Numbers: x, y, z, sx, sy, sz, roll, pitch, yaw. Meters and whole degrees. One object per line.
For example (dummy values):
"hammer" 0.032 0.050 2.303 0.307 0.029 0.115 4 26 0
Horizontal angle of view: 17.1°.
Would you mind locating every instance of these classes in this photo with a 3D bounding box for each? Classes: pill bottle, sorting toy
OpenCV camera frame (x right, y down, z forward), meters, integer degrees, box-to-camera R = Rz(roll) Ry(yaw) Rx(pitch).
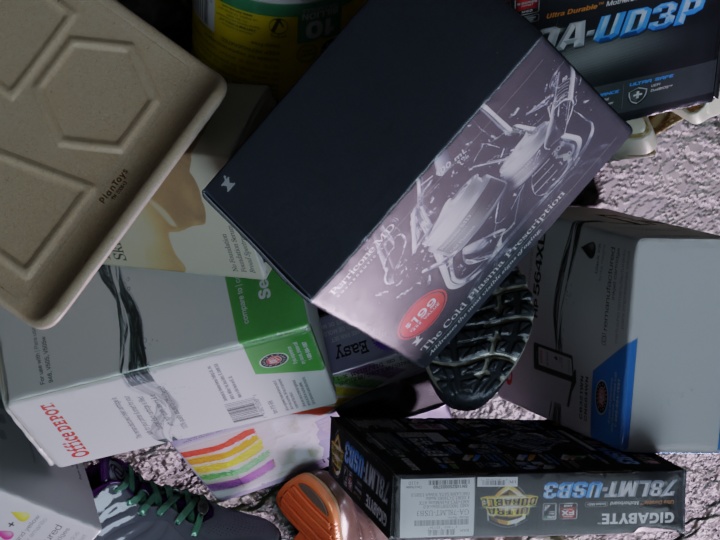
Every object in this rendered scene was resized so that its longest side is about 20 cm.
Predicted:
"pill bottle" -0.051 -0.130 1.505 0.112 0.113 0.201 -9 132 -16
"sorting toy" -0.206 -0.090 1.402 0.186 0.199 0.036 -54 173 -10

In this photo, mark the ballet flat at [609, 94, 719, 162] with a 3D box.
"ballet flat" 0.206 -0.119 1.659 0.199 0.065 0.071 -32 135 7

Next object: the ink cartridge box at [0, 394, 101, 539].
"ink cartridge box" -0.306 0.141 1.619 0.199 0.145 0.145 28 116 -38

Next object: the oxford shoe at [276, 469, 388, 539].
"oxford shoe" -0.014 0.185 1.824 0.073 0.071 0.200 -39 162 -13

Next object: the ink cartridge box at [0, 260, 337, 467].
"ink cartridge box" -0.126 0.050 1.551 0.199 0.084 0.147 -13 158 1

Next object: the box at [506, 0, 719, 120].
"box" 0.140 -0.163 1.539 0.199 0.046 0.160 -12 134 -13

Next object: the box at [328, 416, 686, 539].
"box" 0.093 0.136 1.605 0.197 0.200 0.050 2 97 -14

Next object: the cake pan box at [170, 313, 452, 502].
"cake pan box" -0.035 0.091 1.702 0.199 0.053 0.184 -18 159 1

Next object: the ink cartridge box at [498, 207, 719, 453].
"ink cartridge box" 0.175 0.037 1.664 0.084 0.200 0.147 1 96 -22

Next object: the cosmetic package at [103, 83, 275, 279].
"cosmetic package" -0.146 -0.060 1.480 0.199 0.071 0.106 4 133 23

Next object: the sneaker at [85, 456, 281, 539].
"sneaker" -0.156 0.179 1.745 0.199 0.075 0.088 2 122 -2

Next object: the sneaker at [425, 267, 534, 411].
"sneaker" 0.078 0.024 1.644 0.077 0.201 0.087 3 139 1

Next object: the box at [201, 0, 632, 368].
"box" 0.038 -0.064 1.411 0.200 0.104 0.182 -49 153 5
